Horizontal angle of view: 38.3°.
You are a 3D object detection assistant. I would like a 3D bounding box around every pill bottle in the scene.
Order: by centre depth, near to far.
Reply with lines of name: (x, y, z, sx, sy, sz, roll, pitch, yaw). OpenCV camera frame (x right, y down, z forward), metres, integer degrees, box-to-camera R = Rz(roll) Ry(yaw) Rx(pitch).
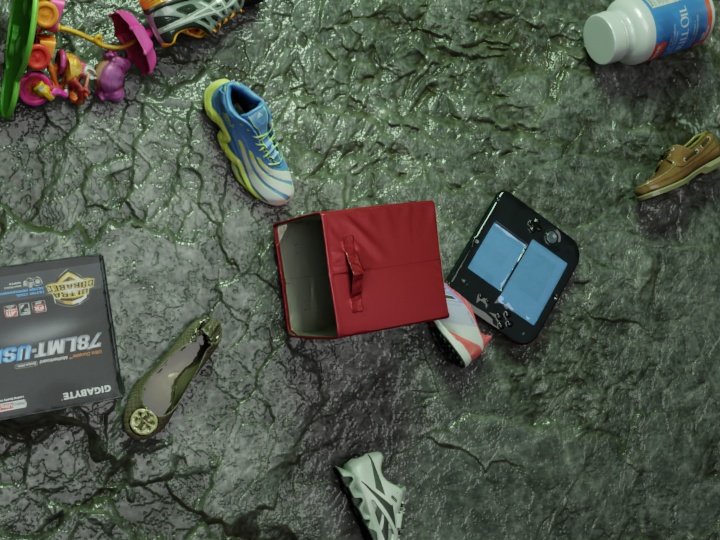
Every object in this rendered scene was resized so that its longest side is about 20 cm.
pill bottle: (0.471, -0.401, 1.705, 0.200, 0.112, 0.112, -21, 96, -20)

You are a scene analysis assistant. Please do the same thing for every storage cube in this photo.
storage cube: (0.000, 0.000, 1.467, 0.180, 0.200, 0.171, -8, 91, -27)

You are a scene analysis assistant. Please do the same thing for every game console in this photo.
game console: (0.244, -0.001, 1.648, 0.177, 0.031, 0.200, 36, 76, -17)

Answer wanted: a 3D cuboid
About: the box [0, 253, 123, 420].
box: (-0.428, 0.088, 1.375, 0.200, 0.050, 0.199, -8, 90, -21)

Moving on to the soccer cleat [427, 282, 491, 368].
soccer cleat: (0.126, 0.052, 1.582, 0.073, 0.068, 0.200, -38, 106, -18)

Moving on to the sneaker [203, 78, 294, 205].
sneaker: (-0.151, -0.180, 1.459, 0.076, 0.105, 0.200, -38, 101, -18)

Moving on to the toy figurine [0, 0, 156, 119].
toy figurine: (-0.366, -0.282, 1.380, 0.184, 0.150, 0.200, 7, 108, -30)

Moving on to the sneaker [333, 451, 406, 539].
sneaker: (0.040, 0.362, 1.534, 0.088, 0.074, 0.200, -24, 97, -18)

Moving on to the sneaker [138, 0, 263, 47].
sneaker: (-0.214, -0.366, 1.452, 0.200, 0.078, 0.077, -21, 106, -32)

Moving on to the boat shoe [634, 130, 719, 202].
boat shoe: (0.527, -0.175, 1.748, 0.200, 0.072, 0.068, -26, 94, -30)

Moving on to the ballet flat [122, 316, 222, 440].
ballet flat: (-0.258, 0.148, 1.439, 0.067, 0.046, 0.200, 41, 75, -15)
